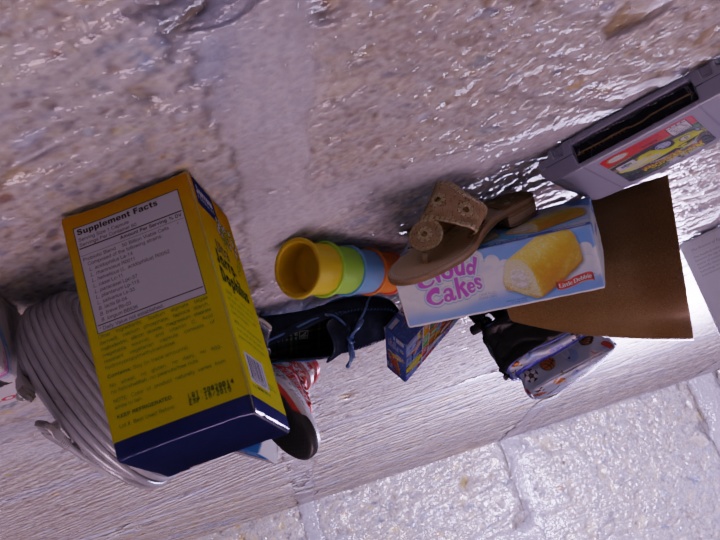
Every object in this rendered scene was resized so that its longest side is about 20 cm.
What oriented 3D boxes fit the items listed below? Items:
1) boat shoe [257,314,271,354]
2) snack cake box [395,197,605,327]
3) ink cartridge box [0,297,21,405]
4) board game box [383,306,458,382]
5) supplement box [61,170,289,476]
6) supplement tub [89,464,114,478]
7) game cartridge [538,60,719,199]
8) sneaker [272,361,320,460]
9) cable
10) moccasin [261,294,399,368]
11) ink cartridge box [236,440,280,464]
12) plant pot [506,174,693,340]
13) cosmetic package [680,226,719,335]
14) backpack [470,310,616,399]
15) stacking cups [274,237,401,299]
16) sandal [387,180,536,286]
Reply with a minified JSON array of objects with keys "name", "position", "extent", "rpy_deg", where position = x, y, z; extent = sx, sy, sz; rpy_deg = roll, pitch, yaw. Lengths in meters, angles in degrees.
[{"name":"boat shoe","position":[-0.154,0.042,0.991],"extent":[0.074,0.061,0.200],"rpy_deg":[-5,151,36]},{"name":"snack cake box","position":[0.142,-0.009,1.012],"extent":[0.199,0.067,0.115],"rpy_deg":[-13,-165,16]},{"name":"ink cartridge box","position":[-0.368,0.065,0.812],"extent":[0.147,0.086,0.200],"rpy_deg":[-17,161,-5]},{"name":"board game box","position":[0.086,0.056,1.215],"extent":[0.135,0.034,0.200],"rpy_deg":[-48,166,-13]},{"name":"supplement box","position":[-0.143,0.044,0.785],"extent":[0.108,0.201,0.110],"rpy_deg":[-20,161,4]},{"name":"supplement tub","position":[-0.216,0.141,1.110],"extent":[0.200,0.132,0.132],"rpy_deg":[-31,159,33]},{"name":"game cartridge","position":[0.285,-0.131,0.974],"extent":[0.200,0.041,0.133],"rpy_deg":[-29,164,28]},{"name":"sneaker","position":[-0.079,0.140,1.184],"extent":[0.108,0.201,0.067],"rpy_deg":[-11,124,-39]},{"name":"cable","position":[-0.225,0.103,0.897],"extent":[0.069,0.200,0.200],"rpy_deg":[-39,131,1]},{"name":"moccasin","position":[-0.041,0.083,1.171],"extent":[0.199,0.081,0.068],"rpy_deg":[-14,-154,-18]},{"name":"ink cartridge box","position":[-0.201,0.183,1.269],"extent":[0.199,0.068,0.116],"rpy_deg":[14,165,10]},{"name":"plant pot","position":[0.266,-0.002,1.147],"extent":[0.199,0.187,0.186],"rpy_deg":[-8,166,17]},{"name":"cosmetic package","position":[0.604,0.017,1.451],"extent":[0.199,0.201,0.123],"rpy_deg":[-26,163,23]},{"name":"backpack","position":[0.270,0.092,1.421],"extent":[0.199,0.155,0.190],"rpy_deg":[-24,171,6]},{"name":"stacking cups","position":[0.000,0.000,1.035],"extent":[0.060,0.061,0.200],"rpy_deg":[-31,160,33]},{"name":"sandal","position":[0.091,-0.057,0.965],"extent":[0.077,0.070,0.211],"rpy_deg":[2,-157,46]}]
